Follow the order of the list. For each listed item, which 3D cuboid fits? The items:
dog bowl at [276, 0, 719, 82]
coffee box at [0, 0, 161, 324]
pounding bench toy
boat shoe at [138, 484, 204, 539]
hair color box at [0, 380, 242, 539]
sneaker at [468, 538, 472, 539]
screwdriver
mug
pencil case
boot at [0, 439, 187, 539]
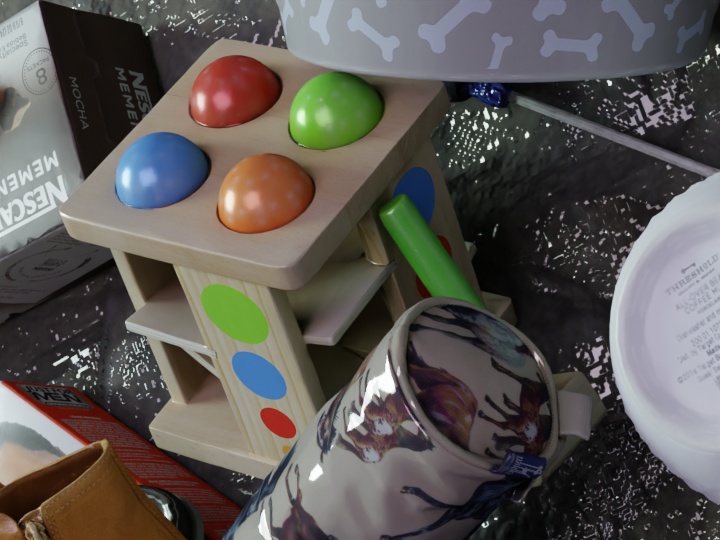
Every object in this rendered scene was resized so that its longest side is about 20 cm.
[{"bbox_3d":[0.056,-0.118,1.052,0.199,0.200,0.059,10,105,34],"label":"dog bowl"},{"bbox_3d":[-0.192,-0.039,1.273,0.199,0.080,0.114,-25,71,30],"label":"coffee box"},{"bbox_3d":[0.000,0.000,1.071,0.199,0.157,0.124,13,48,34],"label":"pounding bench toy"},{"bbox_3d":[-0.171,0.137,1.146,0.200,0.061,0.072,-17,57,7],"label":"boat shoe"},{"bbox_3d":[-0.109,0.144,1.212,0.199,0.061,0.102,31,102,32],"label":"hair color box"},{"bbox_3d":[-0.007,0.204,1.133,0.072,0.072,0.201,32,104,30],"label":"sneaker"},{"bbox_3d":[0.077,-0.073,1.123,0.199,0.029,0.028,26,100,38],"label":"screwdriver"},{"bbox_3d":[0.195,0.017,0.951,0.199,0.175,0.149,-23,73,30],"label":"mug"},{"bbox_3d":[0.005,0.100,1.017,0.089,0.078,0.200,29,130,-11],"label":"pencil case"},{"bbox_3d":[-0.157,0.174,1.096,0.201,0.144,0.071,-36,20,-6],"label":"boot"}]
